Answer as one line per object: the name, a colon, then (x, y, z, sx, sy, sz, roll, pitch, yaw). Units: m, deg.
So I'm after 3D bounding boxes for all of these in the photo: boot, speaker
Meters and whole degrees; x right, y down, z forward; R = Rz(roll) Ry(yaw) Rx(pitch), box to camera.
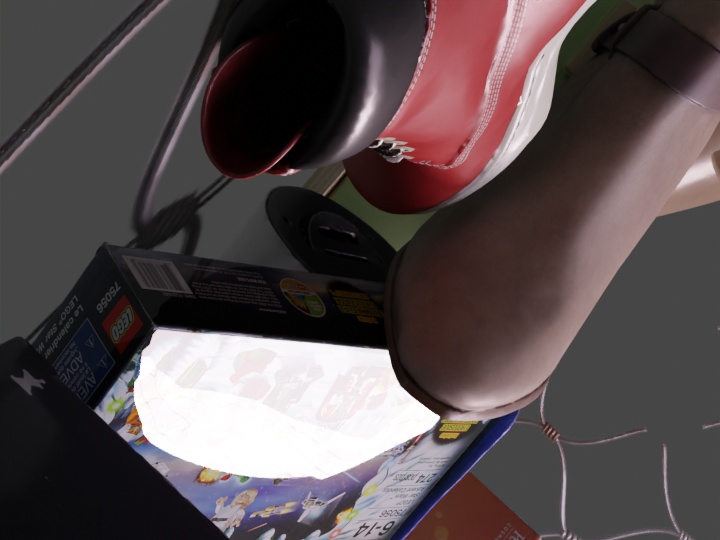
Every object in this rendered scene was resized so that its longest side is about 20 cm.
boot: (-0.002, -0.053, 0.582, 0.144, 0.073, 0.200, -36, 170, -27)
speaker: (-0.060, 0.063, 0.773, 0.200, 0.081, 0.081, -51, 173, 21)
boot: (0.086, -0.041, 0.679, 0.146, 0.070, 0.200, -50, -177, 27)

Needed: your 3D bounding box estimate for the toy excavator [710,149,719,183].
toy excavator: (0.190, -0.144, 0.806, 0.200, 0.195, 0.100, -39, 154, 6)

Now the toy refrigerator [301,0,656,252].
toy refrigerator: (0.050, -0.061, 0.805, 0.200, 0.076, 0.070, -49, 173, 7)

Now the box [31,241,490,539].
box: (-0.044, 0.062, 0.673, 0.199, 0.040, 0.137, 8, 129, -49)

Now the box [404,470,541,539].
box: (-0.003, 0.189, 1.358, 0.152, 0.200, 0.106, -45, 173, -33)

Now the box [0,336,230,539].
box: (-0.121, 0.146, 0.555, 0.200, 0.148, 0.104, -53, 172, 26)

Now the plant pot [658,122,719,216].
plant pot: (0.234, -0.123, 1.304, 0.174, 0.201, 0.200, -29, 170, -10)

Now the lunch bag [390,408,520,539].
lunch bag: (0.001, 0.093, 1.138, 0.170, 0.127, 0.200, -49, 174, 24)
